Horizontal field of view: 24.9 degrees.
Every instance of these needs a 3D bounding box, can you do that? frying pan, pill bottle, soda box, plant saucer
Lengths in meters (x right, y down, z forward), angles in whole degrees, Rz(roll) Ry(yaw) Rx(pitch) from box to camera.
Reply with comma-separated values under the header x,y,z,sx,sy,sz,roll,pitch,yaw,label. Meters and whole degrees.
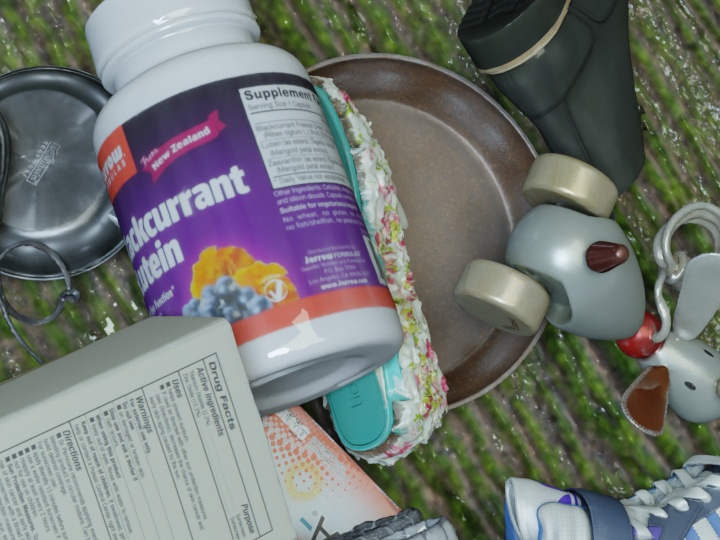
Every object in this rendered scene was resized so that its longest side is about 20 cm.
x,y,z,sx,sy,sz,roll,pitch,yaw,label
-0.139,-0.024,0.830,0.115,0.031,0.190,-37,81,-11,frying pan
-0.063,-0.038,0.778,0.111,0.111,0.201,-15,75,-21,pill bottle
0.001,0.158,0.833,0.200,0.064,0.068,46,69,-3,soda box
0.014,-0.018,0.894,0.199,0.034,0.202,4,76,-17,plant saucer

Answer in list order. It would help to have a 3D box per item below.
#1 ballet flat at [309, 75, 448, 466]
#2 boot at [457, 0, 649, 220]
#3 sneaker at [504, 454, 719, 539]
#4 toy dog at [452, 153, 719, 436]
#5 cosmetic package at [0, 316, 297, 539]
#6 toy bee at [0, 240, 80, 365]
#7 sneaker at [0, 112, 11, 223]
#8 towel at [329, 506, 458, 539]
x,y,z,sx,sy,sz,roll,pitch,yaw,label
0.000,0.000,0.841,0.064,0.075,0.201,-5,83,-51,ballet flat
0.139,-0.137,0.955,0.139,0.077,0.200,55,53,-24,boot
0.153,0.133,0.880,0.146,0.081,0.201,36,75,-12,sneaker
0.149,0.018,0.866,0.199,0.096,0.133,13,90,-32,toy dog
-0.135,0.101,0.652,0.199,0.073,0.104,-24,103,-33,cosmetic package
-0.150,0.094,0.753,0.130,0.108,0.201,-18,101,-35,toy bee
-0.207,-0.016,0.734,0.079,0.095,0.201,35,50,-15,sneaker
-0.031,0.210,0.696,0.199,0.086,0.167,-19,94,-19,towel
